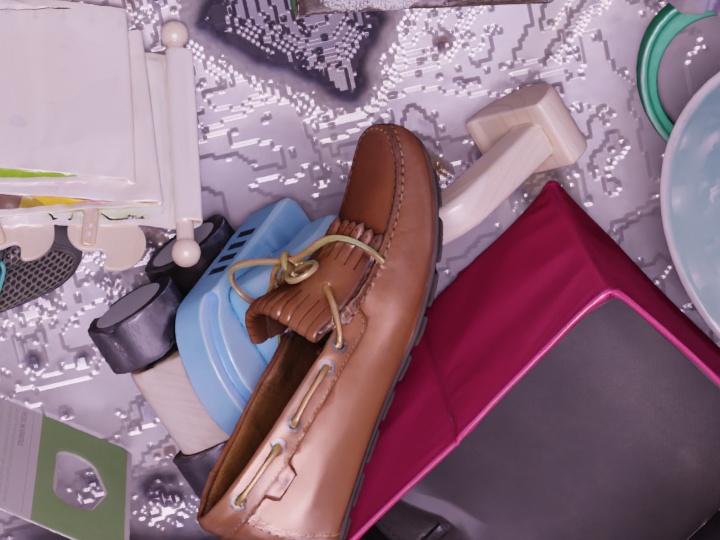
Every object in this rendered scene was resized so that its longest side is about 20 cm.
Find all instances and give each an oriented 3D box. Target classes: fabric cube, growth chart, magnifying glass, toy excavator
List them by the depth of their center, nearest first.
[{"bbox_3d":[-0.166,-0.072,1.334,0.199,0.018,0.146,10,65,-10],"label":"growth chart"},{"bbox_3d":[0.101,0.110,1.356,0.200,0.199,0.196,-44,103,8],"label":"fabric cube"},{"bbox_3d":[0.000,0.000,1.360,0.199,0.195,0.100,-22,108,31],"label":"toy excavator"},{"bbox_3d":[0.198,-0.044,1.413,0.079,0.022,0.201,-25,107,2],"label":"magnifying glass"}]

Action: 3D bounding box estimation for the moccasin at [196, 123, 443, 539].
[{"bbox_3d":[-0.020,0.027,1.267,0.077,0.074,0.202,25,81,-20],"label":"moccasin"}]

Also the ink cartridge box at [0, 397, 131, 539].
[{"bbox_3d":[-0.207,0.087,1.352,0.199,0.146,0.048,27,104,-11],"label":"ink cartridge box"}]

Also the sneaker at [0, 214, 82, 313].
[{"bbox_3d":[-0.204,0.016,1.325,0.199,0.091,0.078,-12,133,-40],"label":"sneaker"}]

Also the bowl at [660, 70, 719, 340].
[{"bbox_3d":[0.249,-0.036,1.333,0.200,0.105,0.202,19,129,25],"label":"bowl"}]

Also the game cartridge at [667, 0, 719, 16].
[{"bbox_3d":[0.246,-0.173,1.333,0.199,0.038,0.130,3,118,-25],"label":"game cartridge"}]

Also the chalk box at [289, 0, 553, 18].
[{"bbox_3d":[0.021,-0.230,1.271,0.124,0.124,0.201,-3,121,-3],"label":"chalk box"}]
